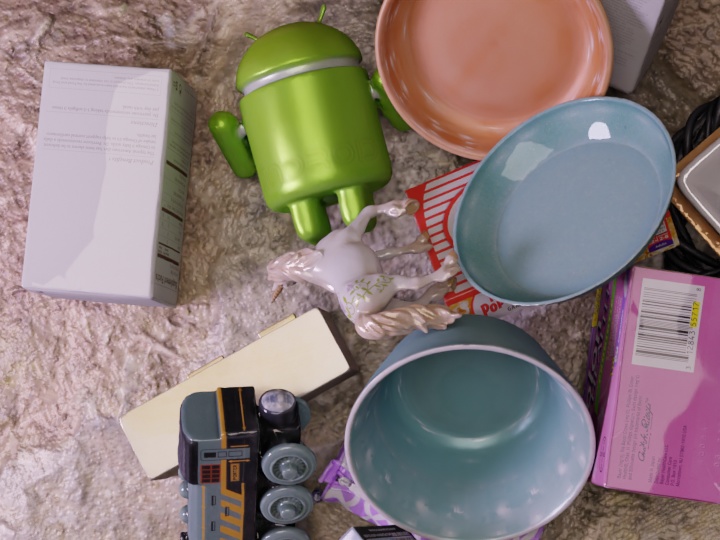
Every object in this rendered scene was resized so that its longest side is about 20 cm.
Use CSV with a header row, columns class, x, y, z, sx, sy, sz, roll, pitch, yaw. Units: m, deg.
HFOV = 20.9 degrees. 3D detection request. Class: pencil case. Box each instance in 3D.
class,x,y,z,sx,sy,sz,roll,pitch,yaw
pencil case,0.062,0.203,1.680,0.200,0.085,0.084,25,99,7

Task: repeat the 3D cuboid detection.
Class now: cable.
class,x,y,z,sx,sy,sz,roll,pitch,yaw
cable,0.334,-0.071,1.689,0.200,0.051,0.163,-41,82,3

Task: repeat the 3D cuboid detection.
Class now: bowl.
class,x,y,z,sx,sy,sz,roll,pitch,yaw
bowl,0.090,0.116,1.605,0.200,0.105,0.201,1,121,2

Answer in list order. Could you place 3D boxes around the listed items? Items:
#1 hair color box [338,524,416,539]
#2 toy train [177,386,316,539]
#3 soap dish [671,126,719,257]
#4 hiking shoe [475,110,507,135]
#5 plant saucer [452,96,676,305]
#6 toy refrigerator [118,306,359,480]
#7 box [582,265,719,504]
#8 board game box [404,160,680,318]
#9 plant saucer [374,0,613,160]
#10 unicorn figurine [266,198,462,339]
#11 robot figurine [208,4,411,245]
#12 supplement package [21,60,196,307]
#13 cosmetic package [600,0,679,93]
class,x,y,z,sx,sy,sz,roll,pitch,yaw
hair color box,0.056,0.298,1.572,0.061,0.099,0.200,-46,68,16
toy train,-0.098,0.179,1.660,0.114,0.200,0.085,-1,42,-7
soap dish,0.370,-0.075,1.624,0.200,0.081,0.157,-40,78,-1
hiking shoe,0.115,-0.212,1.711,0.087,0.074,0.200,-24,94,15
plant saucer,0.170,-0.049,1.580,0.200,0.036,0.200,-21,48,25
toy refrigerator,-0.106,0.106,1.712,0.200,0.076,0.070,-29,83,4
box,0.243,0.093,1.607,0.097,0.200,0.176,8,87,0
board game box,0.151,-0.045,1.668,0.200,0.046,0.152,-23,43,4
plant saucer,0.112,-0.188,1.635,0.200,0.037,0.200,6,120,10
unicorn figurine,0.000,0.000,1.616,0.137,0.200,0.074,-23,113,-9
robot figurine,-0.041,-0.126,1.702,0.175,0.116,0.200,-16,84,10
supplement package,-0.218,-0.073,1.717,0.117,0.117,0.200,5,86,6
cosmetic package,0.234,-0.251,1.629,0.074,0.200,0.102,26,61,8
